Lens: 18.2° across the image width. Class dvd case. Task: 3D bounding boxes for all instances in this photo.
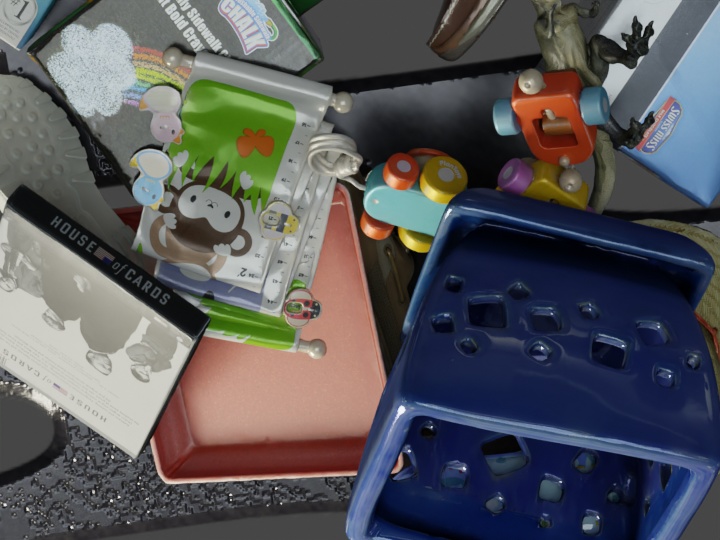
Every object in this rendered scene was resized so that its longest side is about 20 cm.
[{"bbox_3d":[-0.185,0.039,1.488,0.150,0.200,0.025,35,59,2],"label":"dvd case"}]

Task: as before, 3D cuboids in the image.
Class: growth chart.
[{"bbox_3d":[-0.080,-0.042,1.448,0.143,0.018,0.202,5,111,-9],"label":"growth chart"}]

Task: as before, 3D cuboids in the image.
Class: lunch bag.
[{"bbox_3d":[0.112,0.183,1.550,0.198,0.161,0.083,-9,63,1],"label":"lunch bag"}]

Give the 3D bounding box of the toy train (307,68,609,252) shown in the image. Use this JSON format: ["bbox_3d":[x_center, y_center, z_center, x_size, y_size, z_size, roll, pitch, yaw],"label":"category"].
[{"bbox_3d":[0.074,-0.078,1.408,0.199,0.056,0.151,-8,139,26],"label":"toy train"}]

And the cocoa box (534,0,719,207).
[{"bbox_3d":[0.225,-0.165,1.493,0.131,0.133,0.201,33,98,-8],"label":"cocoa box"}]

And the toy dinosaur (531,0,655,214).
[{"bbox_3d":[0.145,-0.115,1.398,0.047,0.088,0.201,-29,110,-31],"label":"toy dinosaur"}]

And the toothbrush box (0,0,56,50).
[{"bbox_3d":[-0.228,-0.270,1.478,0.146,0.085,0.201,34,97,-9],"label":"toothbrush box"}]

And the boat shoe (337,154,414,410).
[{"bbox_3d":[0.000,0.000,1.557,0.064,0.071,0.202,-18,102,-35],"label":"boat shoe"}]

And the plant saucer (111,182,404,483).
[{"bbox_3d":[-0.068,0.042,1.535,0.198,0.037,0.202,-5,102,29],"label":"plant saucer"}]

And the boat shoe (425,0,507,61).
[{"bbox_3d":[0.087,-0.239,1.509,0.071,0.076,0.201,26,90,-4],"label":"boat shoe"}]

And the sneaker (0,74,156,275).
[{"bbox_3d":[-0.216,-0.039,1.531,0.076,0.080,0.201,-26,83,-30],"label":"sneaker"}]

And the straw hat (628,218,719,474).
[{"bbox_3d":[0.212,0.070,1.564,0.199,0.085,0.203,0,102,-2],"label":"straw hat"}]

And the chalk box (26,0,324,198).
[{"bbox_3d":[-0.103,-0.161,1.486,0.199,0.124,0.125,-36,100,3],"label":"chalk box"}]

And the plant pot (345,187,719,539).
[{"bbox_3d":[0.111,0.071,1.399,0.198,0.200,0.181,12,58,-3],"label":"plant pot"}]
